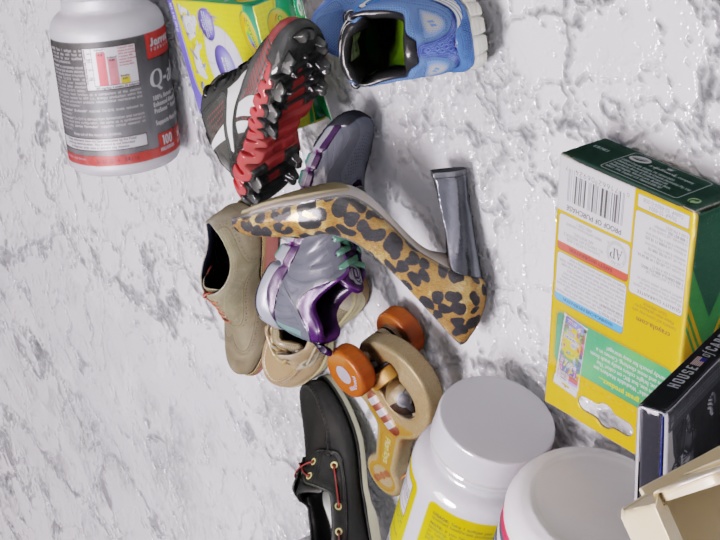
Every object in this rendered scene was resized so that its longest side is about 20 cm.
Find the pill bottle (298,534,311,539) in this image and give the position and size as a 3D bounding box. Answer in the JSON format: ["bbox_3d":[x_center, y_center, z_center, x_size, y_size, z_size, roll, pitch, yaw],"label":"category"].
[{"bbox_3d":[-0.006,0.350,1.485,0.200,0.110,0.111,46,140,32],"label":"pill bottle"}]

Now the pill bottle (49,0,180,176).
[{"bbox_3d":[-0.246,-0.204,1.540,0.115,0.115,0.202,21,123,49],"label":"pill bottle"}]

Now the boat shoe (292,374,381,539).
[{"bbox_3d":[-0.029,0.198,1.462,0.074,0.063,0.203,139,122,-62],"label":"boat shoe"}]

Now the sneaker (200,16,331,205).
[{"bbox_3d":[-0.084,-0.143,1.264,0.098,0.071,0.201,48,147,18],"label":"sneaker"}]

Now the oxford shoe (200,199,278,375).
[{"bbox_3d":[-0.128,0.021,1.523,0.070,0.074,0.202,32,131,42],"label":"oxford shoe"}]

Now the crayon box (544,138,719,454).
[{"bbox_3d":[0.194,0.023,1.090,0.125,0.051,0.202,30,129,44],"label":"crayon box"}]

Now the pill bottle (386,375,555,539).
[{"bbox_3d":[0.088,0.190,1.268,0.114,0.114,0.201,45,139,32],"label":"pill bottle"}]

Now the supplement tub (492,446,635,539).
[{"bbox_3d":[0.159,0.246,1.172,0.140,0.140,0.201,43,137,34],"label":"supplement tub"}]

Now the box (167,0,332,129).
[{"bbox_3d":[-0.096,-0.188,1.374,0.199,0.048,0.118,16,126,55],"label":"box"}]

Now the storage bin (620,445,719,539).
[{"bbox_3d":[0.281,0.185,0.918,0.094,0.197,0.201,-31,81,59],"label":"storage bin"}]

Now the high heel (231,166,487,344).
[{"bbox_3d":[0.000,0.000,1.253,0.071,0.198,0.144,-60,-38,-77],"label":"high heel"}]

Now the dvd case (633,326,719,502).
[{"bbox_3d":[0.221,0.148,1.026,0.025,0.150,0.202,14,119,32],"label":"dvd case"}]

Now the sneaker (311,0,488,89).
[{"bbox_3d":[0.011,-0.187,1.206,0.200,0.089,0.079,18,120,57],"label":"sneaker"}]

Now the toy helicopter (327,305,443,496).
[{"bbox_3d":[0.040,0.138,1.368,0.132,0.079,0.201,38,146,26],"label":"toy helicopter"}]

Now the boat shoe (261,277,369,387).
[{"bbox_3d":[-0.060,0.052,1.451,0.072,0.064,0.200,57,144,19],"label":"boat shoe"}]

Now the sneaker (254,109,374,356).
[{"bbox_3d":[-0.014,-0.031,1.314,0.087,0.074,0.201,30,107,32],"label":"sneaker"}]
